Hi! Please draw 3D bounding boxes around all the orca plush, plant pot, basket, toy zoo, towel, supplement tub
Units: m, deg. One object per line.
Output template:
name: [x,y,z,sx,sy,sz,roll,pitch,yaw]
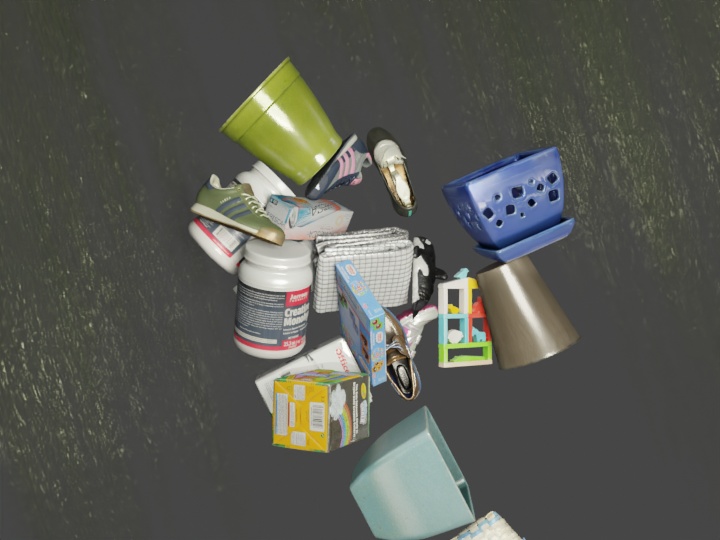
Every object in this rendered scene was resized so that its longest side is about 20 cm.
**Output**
orca plush: [0.140,0.007,1.477,0.070,0.201,0.106,-1,122,7]
plant pot: [0.302,-0.127,1.480,0.199,0.200,0.181,-24,98,-5]
basket: [0.323,0.077,1.495,0.179,0.136,0.201,-24,92,24]
plant pot: [-0.145,-0.280,1.459,0.193,0.200,0.200,44,87,-14]
plant pot: [0.091,0.421,1.462,0.199,0.196,0.197,-29,91,6]
toy zoo: [0.218,0.096,1.525,0.130,0.020,0.202,1,89,-31]
basket: [0.280,0.604,1.481,0.175,0.139,0.201,-30,61,-4]
towel: [0.000,0.000,1.463,0.198,0.086,0.166,-6,135,-11]
supplement tub: [-0.166,0.053,1.401,0.139,0.141,0.202,6,109,-4]
supplement tub: [-0.230,-0.105,1.463,0.140,0.140,0.200,45,86,-2]

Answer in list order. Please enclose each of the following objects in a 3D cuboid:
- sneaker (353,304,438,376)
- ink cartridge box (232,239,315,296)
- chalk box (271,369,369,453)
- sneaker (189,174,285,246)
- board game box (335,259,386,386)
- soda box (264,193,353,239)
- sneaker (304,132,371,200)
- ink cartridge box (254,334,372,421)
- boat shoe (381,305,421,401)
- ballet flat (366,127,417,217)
sneaker: [0.085,0.147,1.518,0.199,0.081,0.088,-37,93,4]
ink cartridge box: [-0.155,0.021,1.519,0.199,0.039,0.100,-33,92,-3]
chalk box: [-0.060,0.256,1.379,0.123,0.200,0.126,1,89,28]
sneaker: [-0.217,-0.118,1.354,0.199,0.067,0.091,21,85,19]
board game box: [0.001,0.101,1.393,0.036,0.201,0.152,-20,48,-17]
soda box: [-0.101,-0.102,1.441,0.063,0.199,0.069,31,108,29]
sneaker: [-0.036,-0.194,1.477,0.082,0.070,0.200,47,53,-17]
ink cartridge box: [-0.094,0.240,1.496,0.199,0.084,0.147,-25,92,-4]
boat shoe: [0.068,0.161,1.443,0.072,0.072,0.201,-28,92,4]
ballet flat: [0.072,-0.209,1.522,0.068,0.068,0.201,-25,91,-4]
